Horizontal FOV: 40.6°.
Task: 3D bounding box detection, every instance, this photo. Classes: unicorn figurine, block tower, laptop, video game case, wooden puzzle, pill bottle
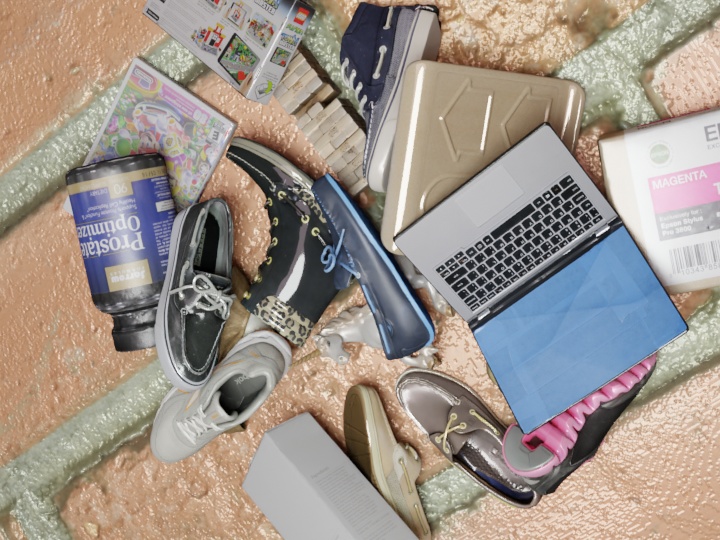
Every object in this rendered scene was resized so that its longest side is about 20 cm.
[{"bbox_3d":[0.033,0.050,1.056,0.136,0.074,0.203,27,90,17],"label":"unicorn figurine"},{"bbox_3d":[-0.044,-0.175,1.043,0.054,0.058,0.201,-39,86,17],"label":"block tower"},{"bbox_3d":[0.163,0.010,0.910,0.186,0.117,0.200,-36,115,18],"label":"laptop"},{"bbox_3d":[-0.244,-0.119,1.122,0.142,0.018,0.202,33,105,7],"label":"video game case"},{"bbox_3d":[0.120,-0.108,0.983,0.196,0.046,0.189,3,104,-22],"label":"wooden puzzle"},{"bbox_3d":[-0.249,-0.020,1.072,0.110,0.112,0.204,-10,96,16],"label":"pill bottle"}]

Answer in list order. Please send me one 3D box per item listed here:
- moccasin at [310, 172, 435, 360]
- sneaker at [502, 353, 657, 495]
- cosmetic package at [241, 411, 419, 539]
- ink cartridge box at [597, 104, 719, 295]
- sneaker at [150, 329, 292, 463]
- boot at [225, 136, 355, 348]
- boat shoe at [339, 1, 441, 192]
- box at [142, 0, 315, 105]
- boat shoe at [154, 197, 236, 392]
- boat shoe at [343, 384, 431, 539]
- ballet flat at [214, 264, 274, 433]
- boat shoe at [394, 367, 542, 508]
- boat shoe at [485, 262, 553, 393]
[{"bbox_3d":[0.000,0.000,0.979,0.068,0.080,0.202,-32,87,9],"label":"moccasin"},{"bbox_3d":[0.231,0.151,1.002,0.199,0.079,0.096,-41,131,-11],"label":"sneaker"},{"bbox_3d":[-0.034,0.264,1.057,0.200,0.073,0.103,47,132,23],"label":"cosmetic package"},{"bbox_3d":[0.342,-0.072,0.947,0.196,0.075,0.168,-13,96,17],"label":"ink cartridge box"},{"bbox_3d":[-0.160,0.146,1.044,0.200,0.092,0.076,-42,101,16],"label":"sneaker"},{"bbox_3d":[-0.093,-0.032,1.048,0.202,0.073,0.155,36,87,3],"label":"boot"},{"bbox_3d":[0.015,-0.181,0.998,0.091,0.075,0.204,13,74,17],"label":"boat shoe"},{"bbox_3d":[-0.143,-0.272,1.022,0.200,0.034,0.111,42,108,31],"label":"box"},{"bbox_3d":[-0.163,0.023,1.021,0.067,0.073,0.203,-17,60,46],"label":"boat shoe"},{"bbox_3d":[0.032,0.220,1.083,0.064,0.072,0.204,-16,95,-23],"label":"boat shoe"},{"bbox_3d":[-0.135,0.096,1.104,0.071,0.068,0.204,13,104,4],"label":"ballet flat"},{"bbox_3d":[0.117,0.180,1.052,0.199,0.059,0.072,40,106,6],"label":"boat shoe"},{"bbox_3d":[0.191,0.042,0.997,0.071,0.068,0.204,13,106,-16],"label":"boat shoe"}]
